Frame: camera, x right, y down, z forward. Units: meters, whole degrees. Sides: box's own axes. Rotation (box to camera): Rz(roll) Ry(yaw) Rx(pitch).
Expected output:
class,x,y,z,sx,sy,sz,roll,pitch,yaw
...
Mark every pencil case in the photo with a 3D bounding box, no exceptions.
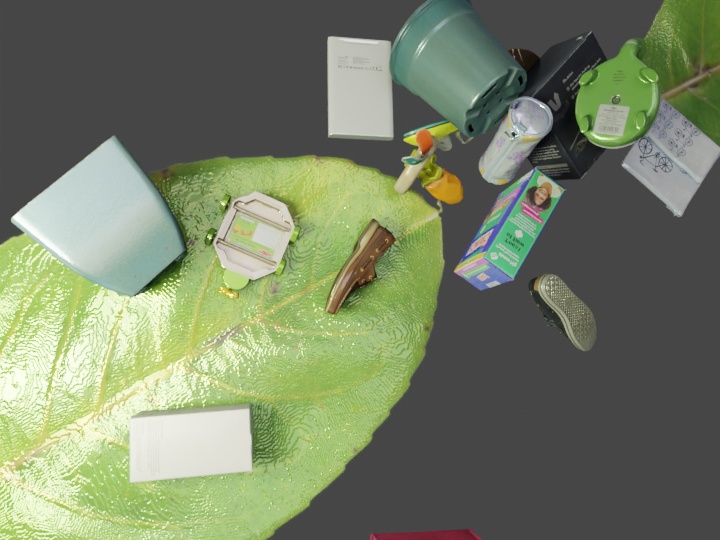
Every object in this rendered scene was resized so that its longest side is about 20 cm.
class,x,y,z,sx,sy,sz,roll,pitch,yaw
pencil case,0.292,-0.241,1.035,0.083,0.200,0.091,28,74,4

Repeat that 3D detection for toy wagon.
class,x,y,z,sx,sy,sz,roll,pitch,yaw
toy wagon,-0.208,-0.044,1.005,0.154,0.040,0.202,23,81,-6

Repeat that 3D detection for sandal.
class,x,y,z,sx,sy,sz,roll,pitch,yaw
sandal,0.366,-0.418,1.146,0.198,0.054,0.081,-5,97,-26

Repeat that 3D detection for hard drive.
class,x,y,z,sx,sy,sz,roll,pitch,yaw
hard drive,-0.001,-0.364,1.085,0.130,0.027,0.203,0,83,-10

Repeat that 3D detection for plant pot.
class,x,y,z,sx,sy,sz,roll,pitch,yaw
plant pot,-0.399,-0.067,0.904,0.196,0.196,0.200,-45,102,-12
plant pot,0.188,-0.368,1.000,0.199,0.201,0.197,-32,67,-12

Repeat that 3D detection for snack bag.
class,x,y,z,sx,sy,sz,roll,pitch,yaw
snack bag,0.688,-0.250,1.196,0.188,0.021,0.201,39,79,-4

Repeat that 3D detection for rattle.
class,x,y,z,sx,sy,sz,roll,pitch,yaw
rattle,0.140,-0.178,0.999,0.130,0.200,0.143,-40,91,-12

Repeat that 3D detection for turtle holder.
class,x,y,z,sx,sy,sz,roll,pitch,yaw
turtle holder,0.462,-0.313,0.977,0.140,0.131,0.188,-18,81,31

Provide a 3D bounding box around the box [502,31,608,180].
class,x,y,z,sx,sy,sz,roll,pitch,yaw
box,0.411,-0.321,1.082,0.197,0.117,0.200,-46,111,-12

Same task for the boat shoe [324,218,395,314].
class,x,y,z,sx,sy,sz,roll,pitch,yaw
boat shoe,0.000,0.000,1.019,0.067,0.072,0.201,31,77,-3

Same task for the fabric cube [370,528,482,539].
class,x,y,z,sx,sy,sz,roll,pitch,yaw
fabric cube,0.129,0.571,0.912,0.197,0.200,0.199,2,82,-12

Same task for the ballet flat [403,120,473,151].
class,x,y,z,sx,sy,sz,roll,pitch,yaw
ballet flat,0.184,-0.282,1.092,0.198,0.067,0.068,-27,102,-13

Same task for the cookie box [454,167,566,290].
class,x,y,z,sx,sy,sz,roll,pitch,yaw
cookie box,0.278,-0.072,1.027,0.075,0.171,0.201,33,79,-2

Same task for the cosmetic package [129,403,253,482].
class,x,y,z,sx,sy,sz,roll,pitch,yaw
cosmetic package,-0.285,0.293,0.928,0.197,0.085,0.109,-1,84,-11

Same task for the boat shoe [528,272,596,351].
class,x,y,z,sx,sy,sz,roll,pitch,yaw
boat shoe,0.409,0.083,1.089,0.200,0.062,0.075,47,73,-18
